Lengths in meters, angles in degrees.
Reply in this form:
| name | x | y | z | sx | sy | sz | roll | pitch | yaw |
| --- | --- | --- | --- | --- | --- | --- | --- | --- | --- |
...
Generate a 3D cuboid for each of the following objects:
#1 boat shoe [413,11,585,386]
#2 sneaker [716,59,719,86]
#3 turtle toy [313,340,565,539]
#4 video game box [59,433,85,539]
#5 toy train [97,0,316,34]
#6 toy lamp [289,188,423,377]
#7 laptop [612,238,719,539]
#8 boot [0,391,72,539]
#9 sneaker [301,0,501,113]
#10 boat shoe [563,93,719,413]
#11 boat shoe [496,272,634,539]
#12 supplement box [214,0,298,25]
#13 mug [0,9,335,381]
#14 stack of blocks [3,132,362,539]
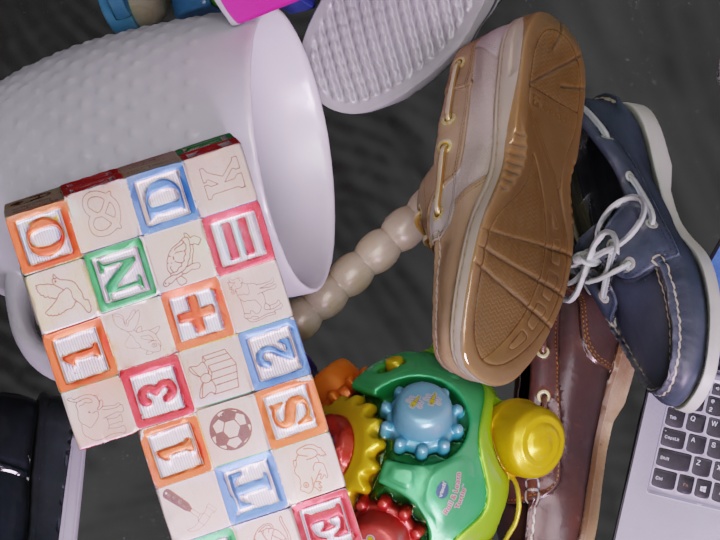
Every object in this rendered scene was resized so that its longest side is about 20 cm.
| name | x | y | z | sx | sy | sz | roll | pitch | yaw |
| --- | --- | --- | --- | --- | --- | --- | --- | --- | --- |
| boat shoe | 0.064 | -0.033 | 1.450 | 0.074 | 0.069 | 0.201 | 34 | 59 | -40 |
| sneaker | 0.242 | -0.103 | 1.459 | 0.067 | 0.201 | 0.108 | -26 | 80 | -18 |
| turtle toy | 0.009 | 0.125 | 1.444 | 0.101 | 0.146 | 0.201 | 21 | 84 | -36 |
| video game box | -0.240 | 0.177 | 1.464 | 0.182 | 0.047 | 0.201 | 6 | 69 | -4 |
| toy train | -0.094 | -0.227 | 1.516 | 0.115 | 0.085 | 0.201 | -13 | 83 | 12 |
| toy lamp | 0.000 | 0.000 | 1.509 | 0.200 | 0.058 | 0.058 | -40 | 89 | -5 |
| laptop | 0.246 | 0.089 | 1.477 | 0.187 | 0.116 | 0.201 | 14 | 85 | -6 |
| boot | -0.234 | 0.139 | 1.412 | 0.168 | 0.076 | 0.201 | 7 | 62 | -6 |
| sneaker | 0.050 | -0.165 | 1.518 | 0.078 | 0.079 | 0.200 | 43 | 106 | 5 |
| boat shoe | 0.134 | -0.014 | 1.465 | 0.062 | 0.075 | 0.200 | 11 | 50 | -27 |
| boat shoe | 0.093 | 0.098 | 1.498 | 0.070 | 0.070 | 0.201 | 16 | 75 | -14 |
| supplement box | -0.015 | -0.226 | 1.421 | 0.103 | 0.101 | 0.200 | 56 | 41 | -21 |
| mug | -0.117 | -0.028 | 1.442 | 0.175 | 0.148 | 0.200 | -9 | 51 | 14 |
| stack of blocks | -0.084 | 0.049 | 1.345 | 0.115 | 0.059 | 0.201 | -18 | 99 | -5 |
